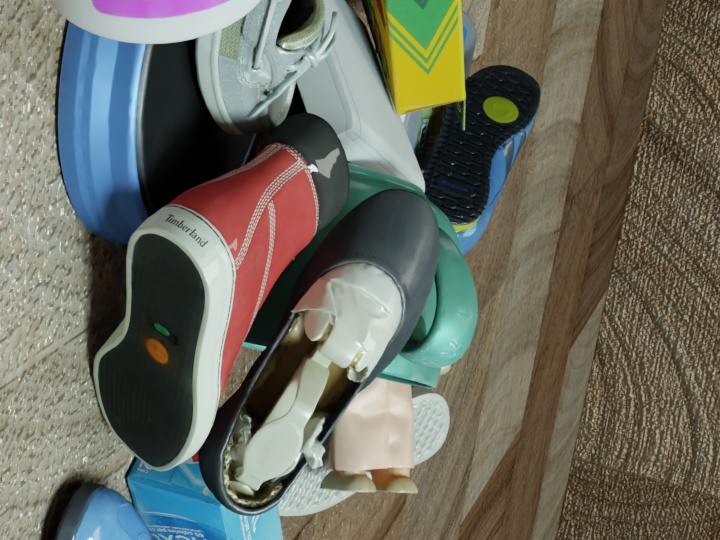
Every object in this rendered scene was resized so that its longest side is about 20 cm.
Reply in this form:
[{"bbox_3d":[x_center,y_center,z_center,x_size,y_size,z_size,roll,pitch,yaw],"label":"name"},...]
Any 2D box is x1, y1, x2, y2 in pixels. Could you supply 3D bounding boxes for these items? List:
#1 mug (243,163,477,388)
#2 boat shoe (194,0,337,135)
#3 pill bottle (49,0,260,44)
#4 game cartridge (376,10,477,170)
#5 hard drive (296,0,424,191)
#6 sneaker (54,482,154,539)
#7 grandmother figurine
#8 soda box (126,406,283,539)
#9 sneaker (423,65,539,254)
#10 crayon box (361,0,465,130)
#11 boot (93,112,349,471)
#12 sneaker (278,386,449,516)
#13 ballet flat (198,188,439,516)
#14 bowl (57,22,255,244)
[{"bbox_3d":[-0.001,0.001,1.011,0.152,0.183,0.116,27,75,-70],"label":"mug"},{"bbox_3d":[-0.035,-0.139,0.817,0.203,0.064,0.075,103,12,-45],"label":"boat shoe"},{"bbox_3d":[-0.087,-0.198,0.667,0.201,0.103,0.105,90,20,-43],"label":"pill bottle"},{"bbox_3d":[0.050,-0.147,1.358,0.200,0.040,0.135,-20,120,-73],"label":"game cartridge"},{"bbox_3d":[-0.011,-0.121,1.040,0.200,0.026,0.133,32,37,-75],"label":"hard drive"},{"bbox_3d":[-0.118,0.182,0.961,0.201,0.078,0.066,78,32,-56],"label":"sneaker"},{"bbox_3d":[0.006,0.047,1.149,0.121,0.060,0.202,7,83,-41],"label":"grandmother figurine"},{"bbox_3d":[-0.092,0.167,1.070,0.201,0.064,0.068,85,24,-50],"label":"soda box"},{"bbox_3d":[0.086,-0.082,1.350,0.079,0.065,0.201,104,10,-51],"label":"sneaker"},{"bbox_3d":[0.028,-0.193,1.088,0.201,0.050,0.128,81,-6,-54],"label":"crayon box"},{"bbox_3d":[-0.066,0.011,0.895,0.144,0.072,0.201,-43,164,-39],"label":"boot"},{"bbox_3d":[-0.040,0.115,1.220,0.199,0.104,0.076,-12,113,-41],"label":"sneaker"},{"bbox_3d":[-0.020,0.050,0.896,0.201,0.073,0.073,-55,170,15],"label":"ballet flat"},{"bbox_3d":[-0.090,-0.110,0.866,0.200,0.039,0.203,14,90,-75],"label":"bowl"}]
